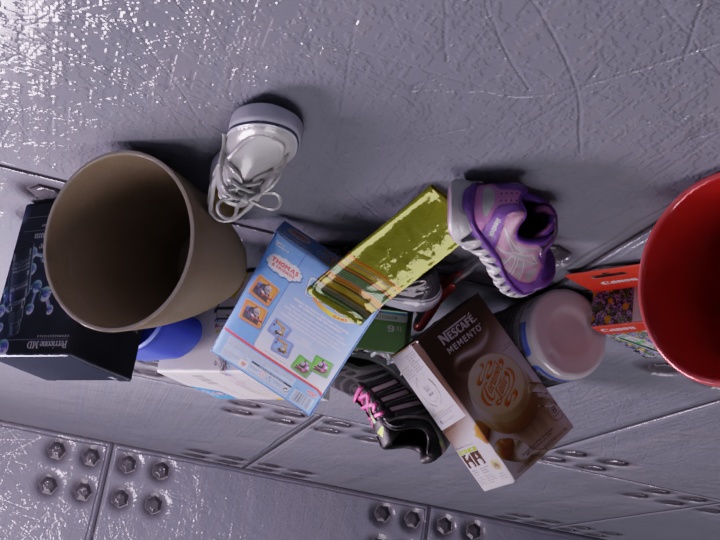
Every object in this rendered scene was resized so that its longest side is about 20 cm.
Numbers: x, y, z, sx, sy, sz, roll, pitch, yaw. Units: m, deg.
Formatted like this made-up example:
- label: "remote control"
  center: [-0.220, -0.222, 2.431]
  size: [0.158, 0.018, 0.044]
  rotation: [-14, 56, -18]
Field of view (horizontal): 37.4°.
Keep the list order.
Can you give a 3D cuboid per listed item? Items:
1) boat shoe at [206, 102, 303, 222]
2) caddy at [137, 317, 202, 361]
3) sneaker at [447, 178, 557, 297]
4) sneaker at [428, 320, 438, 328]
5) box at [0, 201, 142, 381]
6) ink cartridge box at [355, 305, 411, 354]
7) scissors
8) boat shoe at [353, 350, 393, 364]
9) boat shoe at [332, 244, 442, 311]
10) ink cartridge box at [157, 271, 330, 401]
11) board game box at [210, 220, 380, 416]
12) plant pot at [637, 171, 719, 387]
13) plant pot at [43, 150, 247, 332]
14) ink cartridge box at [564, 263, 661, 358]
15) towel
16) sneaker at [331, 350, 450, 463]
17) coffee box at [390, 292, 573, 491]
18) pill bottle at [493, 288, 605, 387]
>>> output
- label: "boat shoe"
  center: [-0.113, -0.089, 1.032]
  size: [0.074, 0.087, 0.202]
  rotation: [16, 160, -20]
- label: "caddy"
  center: [-0.294, 0.045, 1.413]
  size: [0.199, 0.143, 0.105]
  rotation: [-9, 159, 41]
- label: "sneaker"
  center: [0.166, -0.034, 1.084]
  size: [0.088, 0.081, 0.200]
  rotation: [-11, 152, 29]
- label: "sneaker"
  center: [0.109, 0.159, 1.401]
  size: [0.074, 0.083, 0.201]
  rotation: [29, 145, 55]
- label: "box"
  center: [-0.341, 0.024, 1.284]
  size: [0.147, 0.202, 0.107]
  rotation: [-4, 158, 31]
- label: "ink cartridge box"
  center: [0.012, 0.072, 1.373]
  size: [0.103, 0.060, 0.200]
  rotation: [8, -179, 5]
- label: "scissors"
  center: [0.117, 0.004, 1.282]
  size: [0.014, 0.073, 0.200]
  rotation: [31, 132, -8]
- label: "boat shoe"
  center: [0.012, 0.123, 1.602]
  size: [0.074, 0.065, 0.202]
  rotation: [4, 160, 14]
- label: "boat shoe"
  center: [0.000, 0.000, 1.273]
  size: [0.198, 0.070, 0.067]
  rotation: [12, 138, 15]
- label: "ink cartridge box"
  center: [-0.147, 0.092, 1.467]
  size: [0.199, 0.146, 0.147]
  rotation: [-2, 158, 29]
- label: "board game box"
  center: [-0.075, 0.061, 1.276]
  size: [0.151, 0.037, 0.201]
  rotation: [33, 122, 1]
- label: "plant pot"
  center: [0.389, 0.018, 0.979]
  size: [0.176, 0.202, 0.200]
  rotation: [11, 164, -36]
- label: "plant pot"
  center: [-0.213, -0.020, 1.180]
  size: [0.186, 0.189, 0.200]
  rotation: [1, 174, 23]
- label: "ink cartridge box"
  center: [0.340, 0.052, 1.273]
  size: [0.108, 0.051, 0.199]
  rotation: [-10, 154, 43]
- label: "towel"
  center: [0.036, -0.012, 1.148]
  size: [0.086, 0.018, 0.200]
  rotation: [29, 127, -32]
- label: "sneaker"
  center: [0.032, 0.174, 1.327]
  size: [0.199, 0.088, 0.074]
  rotation: [29, 143, 3]
- label: "coffee box"
  center: [0.146, 0.147, 1.286]
  size: [0.201, 0.114, 0.080]
  rotation: [54, 151, 2]
- label: "pill bottle"
  center: [0.214, 0.100, 1.371]
  size: [0.113, 0.115, 0.200]
  rotation: [16, 160, -20]
